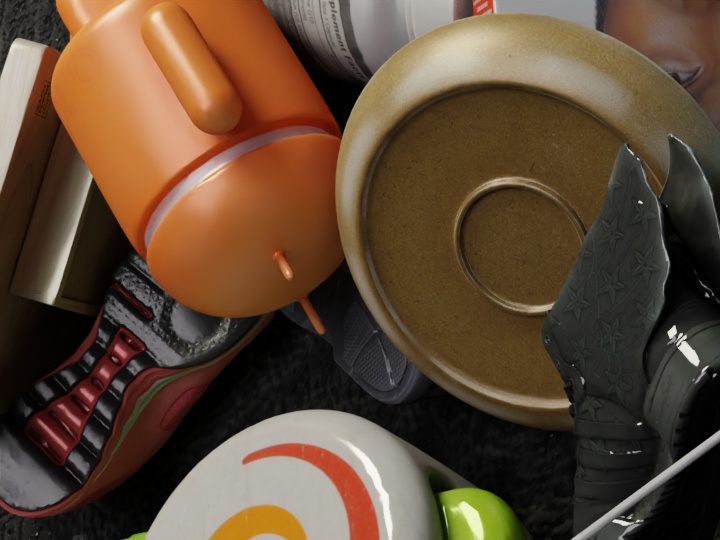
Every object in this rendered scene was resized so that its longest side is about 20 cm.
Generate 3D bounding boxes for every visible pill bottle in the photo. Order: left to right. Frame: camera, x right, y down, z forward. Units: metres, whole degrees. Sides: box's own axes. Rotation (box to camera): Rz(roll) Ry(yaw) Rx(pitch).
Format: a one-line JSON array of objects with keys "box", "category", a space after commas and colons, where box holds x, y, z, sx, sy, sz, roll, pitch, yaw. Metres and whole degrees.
[{"box": [0.009, -0.147, 1.465, 0.199, 0.113, 0.114, 16, 88, 44], "category": "pill bottle"}]

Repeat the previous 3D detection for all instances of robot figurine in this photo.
[{"box": [-0.071, -0.061, 1.415, 0.201, 0.116, 0.144, 59, 134, 23], "category": "robot figurine"}]

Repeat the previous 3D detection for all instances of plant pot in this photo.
[{"box": [0.075, -0.014, 1.302, 0.199, 0.027, 0.201, 11, 118, 22], "category": "plant pot"}]

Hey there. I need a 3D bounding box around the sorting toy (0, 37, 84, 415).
[{"box": [-0.195, -0.015, 1.551, 0.069, 0.199, 0.201, 16, 88, 12], "category": "sorting toy"}]

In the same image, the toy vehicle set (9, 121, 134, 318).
[{"box": [-0.118, -0.074, 1.554, 0.026, 0.124, 0.201, 16, 88, 19], "category": "toy vehicle set"}]

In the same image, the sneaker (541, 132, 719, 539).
[{"box": [0.114, 0.051, 1.255, 0.104, 0.060, 0.201, 54, 140, 36], "category": "sneaker"}]

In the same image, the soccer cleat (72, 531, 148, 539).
[{"box": [-0.116, 0.173, 1.519, 0.199, 0.067, 0.082, -16, 75, 38], "category": "soccer cleat"}]

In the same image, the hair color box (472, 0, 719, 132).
[{"box": [0.105, -0.154, 1.339, 0.064, 0.110, 0.201, -179, 82, -84], "category": "hair color box"}]

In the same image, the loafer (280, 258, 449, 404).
[{"box": [0.000, 0.000, 1.475, 0.200, 0.063, 0.072, 51, 130, 44], "category": "loafer"}]

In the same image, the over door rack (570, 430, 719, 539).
[{"box": [0.174, 0.103, 1.210, 0.200, 0.147, 0.067, -50, 48, 20], "category": "over door rack"}]

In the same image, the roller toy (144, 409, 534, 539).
[{"box": [-0.008, 0.169, 1.365, 0.200, 0.140, 0.183, 28, 86, 46], "category": "roller toy"}]

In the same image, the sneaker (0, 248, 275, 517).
[{"box": [-0.113, 0.051, 1.549, 0.200, 0.087, 0.074, -44, 74, -3], "category": "sneaker"}]
